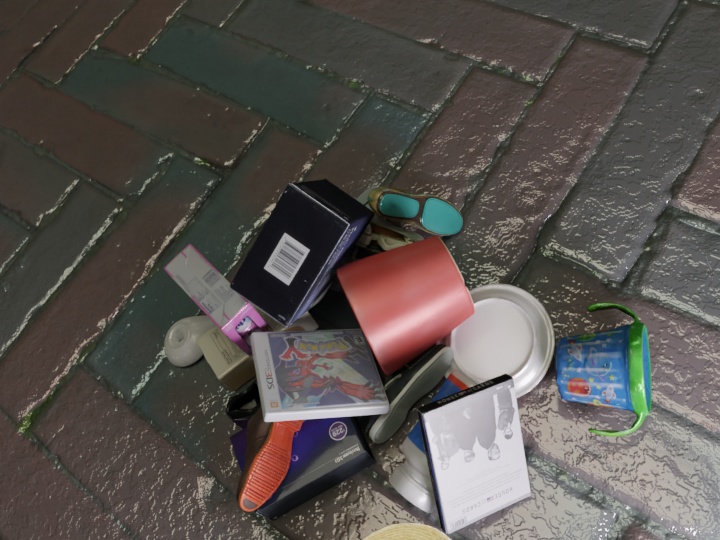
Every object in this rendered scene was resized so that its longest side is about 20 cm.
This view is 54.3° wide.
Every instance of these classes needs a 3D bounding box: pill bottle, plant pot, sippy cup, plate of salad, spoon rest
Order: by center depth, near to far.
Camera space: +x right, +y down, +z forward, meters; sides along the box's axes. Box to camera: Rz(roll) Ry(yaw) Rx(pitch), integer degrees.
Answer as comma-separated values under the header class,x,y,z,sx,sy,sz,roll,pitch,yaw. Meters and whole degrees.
class,x,y,z,sx,sy,sz,roll,pitch,yaw
sippy cup,0.370,0.150,1.073,0.129,0.140,0.178,-3,38,27
pill bottle,0.133,0.264,1.078,0.112,0.112,0.201,33,87,29
plant pot,0.078,0.044,1.149,0.176,0.201,0.201,-27,58,1
plate of salad,0.223,0.121,1.169,0.198,0.048,0.202,-8,68,21
spoon rest,-0.295,0.107,1.344,0.199,0.061,0.100,-37,56,11

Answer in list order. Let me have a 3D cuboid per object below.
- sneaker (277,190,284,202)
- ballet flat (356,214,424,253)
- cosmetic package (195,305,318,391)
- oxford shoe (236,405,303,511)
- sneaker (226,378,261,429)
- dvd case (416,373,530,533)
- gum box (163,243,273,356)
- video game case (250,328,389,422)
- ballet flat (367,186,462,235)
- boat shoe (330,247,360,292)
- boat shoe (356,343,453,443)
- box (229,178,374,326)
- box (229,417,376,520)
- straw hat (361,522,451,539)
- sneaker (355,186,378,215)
class,x,y,z,sx,sy,sz,roll,pitch,yaw
sneaker,-0.146,-0.062,1.363,0.085,0.077,0.202,-31,54,40
ballet flat,0.029,-0.062,1.275,0.198,0.068,0.064,17,25,-9
cosmetic package,-0.189,0.116,1.289,0.199,0.071,0.105,-36,57,-4
oxford shoe,-0.151,0.279,1.112,0.072,0.071,0.201,1,55,38
sneaker,-0.138,0.209,1.213,0.199,0.088,0.076,-33,58,-3
dvd case,0.168,0.266,1.018,0.149,0.202,0.025,-17,18,-17
gum box,-0.245,0.054,1.230,0.066,0.114,0.200,-44,57,-10
video game case,-0.070,0.164,1.139,0.198,0.023,0.183,0,38,-17
ballet flat,0.099,-0.113,1.285,0.071,0.199,0.071,-26,59,53
boat shoe,-0.001,0.004,1.284,0.201,0.086,0.075,18,68,24
boat shoe,0.071,0.191,1.159,0.200,0.076,0.060,-46,53,-3
box,-0.089,-0.038,1.173,0.123,0.198,0.201,34,105,5
box,-0.096,0.296,1.161,0.199,0.079,0.142,-30,60,0
straw hat,0.045,0.435,1.031,0.200,0.202,0.085,-33,15,-3
sneaker,-0.014,-0.082,1.348,0.199,0.071,0.073,-32,57,24
